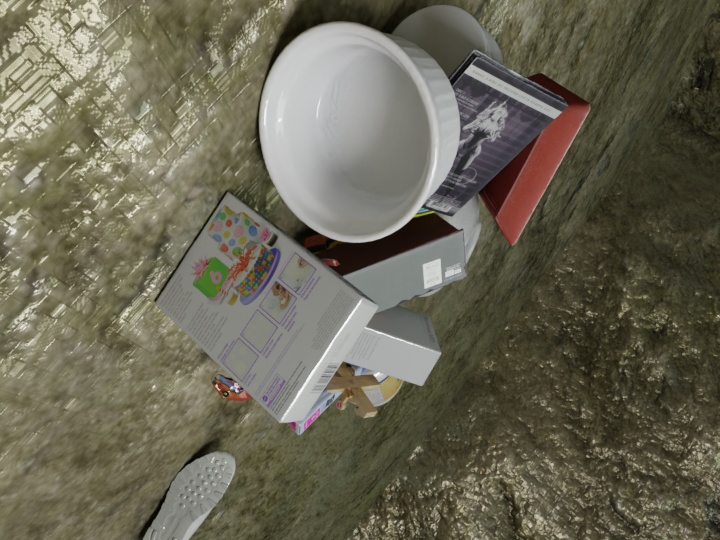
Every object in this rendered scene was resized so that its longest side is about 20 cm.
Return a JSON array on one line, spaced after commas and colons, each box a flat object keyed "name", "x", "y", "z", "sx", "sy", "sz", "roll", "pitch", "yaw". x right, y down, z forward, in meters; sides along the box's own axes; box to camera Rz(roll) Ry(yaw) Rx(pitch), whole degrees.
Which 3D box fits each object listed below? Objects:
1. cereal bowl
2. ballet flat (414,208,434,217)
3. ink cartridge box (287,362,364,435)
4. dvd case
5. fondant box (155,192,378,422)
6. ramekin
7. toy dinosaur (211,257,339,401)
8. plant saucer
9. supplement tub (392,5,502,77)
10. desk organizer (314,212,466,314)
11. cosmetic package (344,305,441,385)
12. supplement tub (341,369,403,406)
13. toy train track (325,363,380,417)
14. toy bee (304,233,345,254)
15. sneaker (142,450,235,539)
[{"name": "cereal bowl", "x": 0.127, "y": -0.046, "z": 0.901, "sx": 0.201, "sy": 0.082, "sz": 0.201, "roll": -55, "pitch": 161, "yaw": -28}, {"name": "ballet flat", "x": 0.032, "y": -0.093, "z": 0.796, "sx": 0.196, "sy": 0.068, "sz": 0.067, "roll": -14, "pitch": 175, "yaw": -4}, {"name": "ink cartridge box", "x": -0.067, "y": 0.146, "z": 0.942, "sx": 0.199, "sy": 0.119, "sz": 0.042, "roll": -39, "pitch": 156, "yaw": -33}, {"name": "dvd case", "x": 0.114, "y": -0.142, "z": 0.671, "sx": 0.147, "sy": 0.016, "sz": 0.200, "roll": 11, "pitch": 140, "yaw": -35}, {"name": "fondant box", "x": -0.100, "y": 0.036, "z": 0.618, "sx": 0.145, "sy": 0.199, "sz": 0.058, "roll": -55, "pitch": 158, "yaw": 3}, {"name": "ramekin", "x": 0.004, "y": -0.139, "z": 0.597, "sx": 0.097, "sy": 0.199, "sz": 0.203, "roll": -32, "pitch": 150, "yaw": -55}, {"name": "toy dinosaur", "x": -0.123, "y": 0.073, "z": 0.710, "sx": 0.104, "sy": 0.198, "sz": 0.186, "roll": -5, "pitch": 97, "yaw": -42}, {"name": "plant saucer", "x": 0.220, "y": -0.167, "z": 0.833, "sx": 0.201, "sy": 0.036, "sz": 0.202, "roll": -97, "pitch": -152, "yaw": -61}, {"name": "supplement tub", "x": 0.114, "y": -0.219, "z": 0.743, "sx": 0.146, "sy": 0.144, "sz": 0.199, "roll": -56, "pitch": 158, "yaw": 5}, {"name": "desk organizer", "x": 0.033, "y": -0.004, "z": 0.768, "sx": 0.197, "sy": 0.077, "sz": 0.073, "roll": -21, "pitch": 123, "yaw": -16}, {"name": "cosmetic package", "x": 0.016, "y": 0.095, "z": 0.917, "sx": 0.102, "sy": 0.197, "sz": 0.072, "roll": -101, "pitch": -145, "yaw": -60}, {"name": "supplement tub", "x": 0.009, "y": 0.164, "z": 1.090, "sx": 0.145, "sy": 0.144, "sz": 0.201, "roll": -48, "pitch": 157, "yaw": -15}, {"name": "toy train track", "x": -0.042, "y": 0.147, "z": 0.894, "sx": 0.114, "sy": 0.201, "sz": 0.033, "roll": 7, "pitch": 125, "yaw": -46}, {"name": "toy bee", "x": 0.000, "y": 0.000, "z": 0.863, "sx": 0.197, "sy": 0.111, "sz": 0.130, "roll": -7, "pitch": 174, "yaw": -40}, {"name": "sneaker", "x": -0.263, "y": 0.362, "z": 0.938, "sx": 0.201, "sy": 0.076, "sz": 0.080, "roll": -51, "pitch": 169, "yaw": 3}]
